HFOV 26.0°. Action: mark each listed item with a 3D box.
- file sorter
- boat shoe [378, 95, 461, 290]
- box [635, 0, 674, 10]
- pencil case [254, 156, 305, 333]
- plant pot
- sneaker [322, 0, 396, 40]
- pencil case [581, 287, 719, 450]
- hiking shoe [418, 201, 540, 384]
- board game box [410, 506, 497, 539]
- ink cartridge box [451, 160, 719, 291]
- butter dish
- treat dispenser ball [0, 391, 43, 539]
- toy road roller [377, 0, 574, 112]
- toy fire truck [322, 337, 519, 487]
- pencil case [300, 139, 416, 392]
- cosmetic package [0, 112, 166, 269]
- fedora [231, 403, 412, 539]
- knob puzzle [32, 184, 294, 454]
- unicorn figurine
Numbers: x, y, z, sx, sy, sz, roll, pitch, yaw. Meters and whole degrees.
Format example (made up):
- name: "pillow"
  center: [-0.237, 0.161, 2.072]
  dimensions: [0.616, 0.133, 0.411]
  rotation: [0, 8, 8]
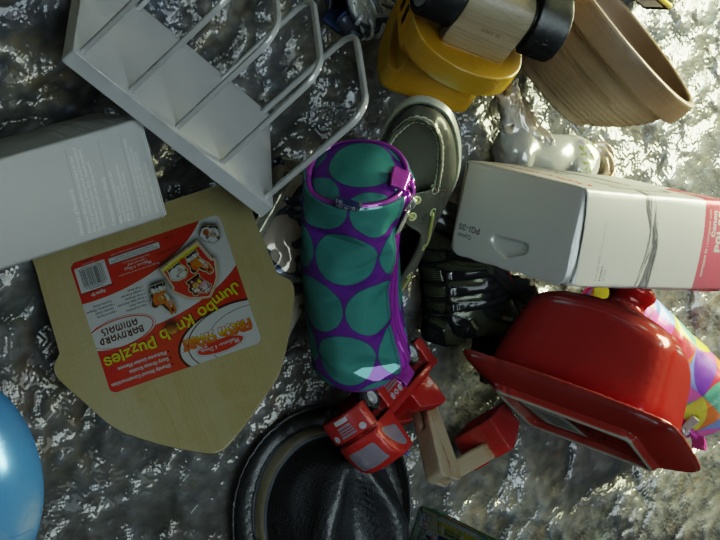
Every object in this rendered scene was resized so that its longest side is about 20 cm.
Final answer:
- name: "file sorter"
  center: [-0.107, -0.172, 1.189]
  dimensions: [0.124, 0.139, 0.200]
  rotation: [-40, 121, 22]
- name: "boat shoe"
  center: [0.033, -0.051, 1.288]
  dimensions: [0.060, 0.072, 0.202]
  rotation: [-64, 172, -48]
- name: "box"
  center: [0.265, -0.370, 1.450]
  dimensions: [0.159, 0.049, 0.201]
  rotation: [30, 83, -28]
- name: "pencil case"
  center: [-0.082, 0.006, 1.290]
  dimensions: [0.089, 0.078, 0.201]
  rotation: [36, 80, -40]
- name: "plant pot"
  center: [0.198, -0.195, 1.383]
  dimensions: [0.093, 0.201, 0.201]
  rotation: [-39, 120, 20]
- name: "sneaker"
  center: [0.012, -0.221, 1.313]
  dimensions: [0.200, 0.077, 0.085]
  rotation: [41, 72, -18]
- name: "pencil case"
  center: [0.290, 0.087, 1.513]
  dimensions: [0.200, 0.088, 0.089]
  rotation: [40, 78, -26]
- name: "hiking shoe"
  center: [0.085, 0.015, 1.389]
  dimensions: [0.200, 0.076, 0.101]
  rotation: [45, 72, -28]
- name: "board game box"
  center: [0.069, 0.326, 1.393]
  dimensions: [0.029, 0.134, 0.201]
  rotation: [19, 88, -30]
- name: "ink cartridge box"
  center: [0.199, -0.037, 1.328]
  dimensions: [0.199, 0.146, 0.083]
  rotation: [3, 101, -41]
- name: "butter dish"
  center: [0.216, 0.076, 1.374]
  dimensions: [0.148, 0.199, 0.200]
  rotation: [-67, 154, -10]
- name: "treat dispenser ball"
  center: [-0.326, 0.158, 1.105]
  dimensions: [0.200, 0.201, 0.202]
  rotation: [-5, 100, -29]
- name: "toy road roller"
  center: [0.077, -0.222, 1.254]
  dimensions: [0.122, 0.146, 0.201]
  rotation: [17, 48, -22]
- name: "toy fire truck"
  center: [0.057, 0.137, 1.362]
  dimensions: [0.141, 0.049, 0.200]
  rotation: [54, 32, -4]
- name: "pencil case"
  center: [0.000, 0.000, 1.245]
  dimensions: [0.085, 0.092, 0.201]
  rotation: [-56, 153, -45]
- name: "cosmetic package"
  center: [-0.260, -0.054, 1.164]
  dimensions: [0.199, 0.107, 0.091]
  rotation: [-22, 108, -23]
- name: "fedora"
  center: [-0.015, 0.221, 1.352]
  dimensions: [0.200, 0.091, 0.202]
  rotation: [-5, 100, -29]
- name: "knob puzzle"
  center: [-0.145, 0.049, 1.229]
  dimensions: [0.218, 0.030, 0.221]
  rotation: [0, 79, -3]
- name: "unicorn figurine"
  center: [0.161, -0.099, 1.426]
  dimensions: [0.199, 0.074, 0.138]
  rotation: [7, 93, -46]
